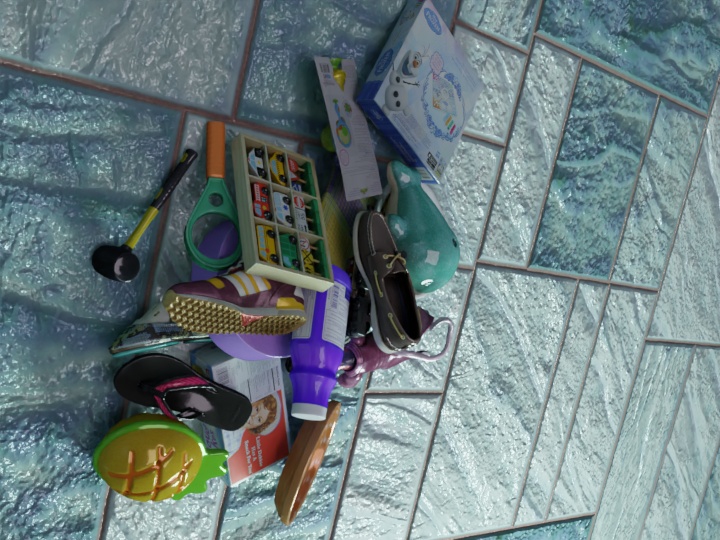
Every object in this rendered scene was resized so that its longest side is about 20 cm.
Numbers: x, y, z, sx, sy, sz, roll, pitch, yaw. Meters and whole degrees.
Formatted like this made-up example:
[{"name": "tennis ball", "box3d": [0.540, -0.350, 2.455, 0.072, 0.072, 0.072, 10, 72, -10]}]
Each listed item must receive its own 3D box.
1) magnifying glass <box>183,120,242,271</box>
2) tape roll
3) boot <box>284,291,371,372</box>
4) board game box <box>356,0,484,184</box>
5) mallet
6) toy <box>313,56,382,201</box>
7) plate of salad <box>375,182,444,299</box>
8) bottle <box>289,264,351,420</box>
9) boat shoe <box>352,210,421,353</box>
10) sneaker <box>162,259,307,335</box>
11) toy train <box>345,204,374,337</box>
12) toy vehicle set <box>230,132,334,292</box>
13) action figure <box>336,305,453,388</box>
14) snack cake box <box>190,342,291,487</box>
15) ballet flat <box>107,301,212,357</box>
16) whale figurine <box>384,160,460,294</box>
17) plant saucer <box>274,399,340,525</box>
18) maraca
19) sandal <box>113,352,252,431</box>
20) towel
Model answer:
[{"name": "magnifying glass", "box3d": [-0.188, -0.098, 1.066, 0.078, 0.022, 0.204, 4, 70, -20]}, {"name": "tape roll", "box3d": [-0.134, 0.021, 1.138, 0.198, 0.065, 0.204, 13, 72, -44]}, {"name": "boot", "box3d": [-0.018, 0.100, 1.301, 0.209, 0.079, 0.161, 12, 95, -37]}, {"name": "board game box", "box3d": [0.099, -0.276, 1.276, 0.200, 0.043, 0.201, 45, 63, -40]}, {"name": "mallet", "box3d": [-0.276, -0.074, 1.060, 0.041, 0.065, 0.202, 46, 59, -41]}, {"name": "toy", "box3d": [-0.029, -0.203, 1.190, 0.115, 0.047, 0.204, -20, 101, -60]}, {"name": "plate of salad", "box3d": [0.091, -0.055, 1.336, 0.198, 0.047, 0.204, 5, 84, -49]}, {"name": "bottle", "box3d": [-0.057, 0.096, 1.103, 0.083, 0.064, 0.204, 40, 53, -60]}, {"name": "boat shoe", "box3d": [0.040, 0.010, 1.137, 0.071, 0.059, 0.204, -4, 80, -42]}, {"name": "sneaker", "box3d": [-0.159, 0.026, 1.026, 0.198, 0.075, 0.091, 12, 54, -41]}, {"name": "toy train", "box3d": [0.000, 0.000, 1.178, 0.034, 0.045, 0.203, 23, 63, -34]}, {"name": "toy vehicle set", "box3d": [-0.103, -0.076, 1.078, 0.123, 0.026, 0.203, 15, 52, -39]}, {"name": "action figure", "box3d": [0.021, 0.125, 1.204, 0.198, 0.147, 0.136, -17, 118, -46]}, {"name": "snack cake box", "box3d": [-0.173, 0.199, 1.211, 0.114, 0.067, 0.204, -21, 117, -36]}, {"name": "ballet flat", "box3d": [-0.250, 0.072, 1.115, 0.198, 0.074, 0.076, -5, 108, -41]}, {"name": "whale figurine", "box3d": [0.092, -0.068, 1.236, 0.158, 0.102, 0.204, 10, 71, -58]}, {"name": "plant saucer", "box3d": [-0.085, 0.292, 1.275, 0.200, 0.037, 0.203, 23, 89, -83]}, {"name": "maraca", "box3d": [-0.269, 0.261, 1.120, 0.137, 0.108, 0.199, -39, 135, 17]}, {"name": "sandal", "box3d": [-0.230, 0.168, 1.096, 0.198, 0.045, 0.076, 25, 101, -26]}, {"name": "towel", "box3d": [-0.024, -0.069, 1.220, 0.144, 0.022, 0.202, 57, 37, -39]}]
